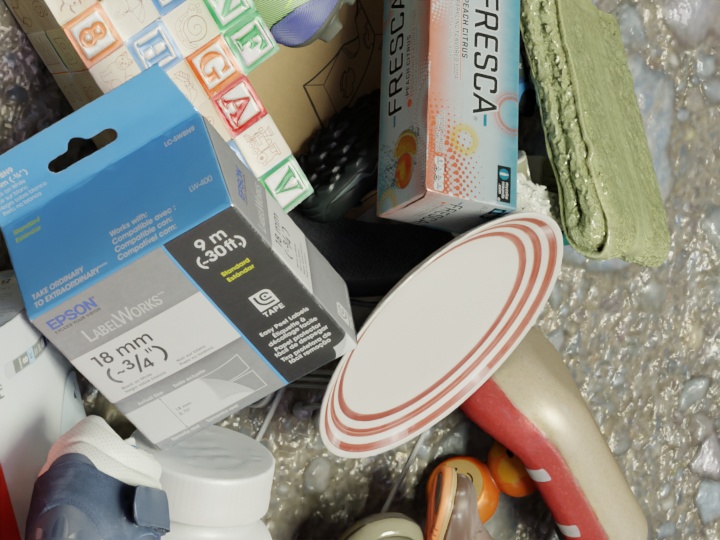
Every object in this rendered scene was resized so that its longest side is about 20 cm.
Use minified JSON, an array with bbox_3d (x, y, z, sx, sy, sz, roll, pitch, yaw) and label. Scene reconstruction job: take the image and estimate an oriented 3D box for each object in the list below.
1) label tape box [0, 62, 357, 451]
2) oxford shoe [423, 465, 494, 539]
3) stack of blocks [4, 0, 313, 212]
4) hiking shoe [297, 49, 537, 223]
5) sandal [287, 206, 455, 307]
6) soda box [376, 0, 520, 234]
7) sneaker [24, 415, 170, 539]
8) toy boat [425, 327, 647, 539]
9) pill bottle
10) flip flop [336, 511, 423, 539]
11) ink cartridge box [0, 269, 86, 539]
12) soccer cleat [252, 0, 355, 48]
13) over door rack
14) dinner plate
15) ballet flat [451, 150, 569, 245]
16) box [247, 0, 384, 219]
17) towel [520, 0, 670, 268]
[{"bbox_3d":[-0.116,-0.002,1.378,0.144,0.063,0.200,-29,127,16],"label":"label tape box"},{"bbox_3d":[0.081,0.198,1.618,0.200,0.073,0.072,81,13,-52],"label":"oxford shoe"},{"bbox_3d":[-0.110,-0.114,1.442,0.115,0.059,0.200,-38,108,-23],"label":"stack of blocks"},{"bbox_3d":[0.043,-0.084,1.547,0.200,0.074,0.087,-41,120,-22],"label":"hiking shoe"},{"bbox_3d":[0.001,0.000,1.543,0.199,0.076,0.043,5,125,-35],"label":"sandal"},{"bbox_3d":[0.055,-0.129,1.478,0.068,0.064,0.201,11,72,-27],"label":"soda box"},{"bbox_3d":[-0.131,0.173,1.382,0.200,0.080,0.147,64,28,-49],"label":"sneaker"},{"bbox_3d":[0.104,0.134,1.655,0.130,0.131,0.200,-28,119,4],"label":"toy boat"},{"bbox_3d":[-0.114,0.202,1.480,0.109,0.109,0.201,-1,111,-36],"label":"pill bottle"},{"bbox_3d":[0.003,0.248,1.588,0.081,0.058,0.201,-4,128,-31],"label":"flip flop"},{"bbox_3d":[-0.194,0.105,1.374,0.047,0.200,0.161,-10,110,3],"label":"ink cartridge box"},{"bbox_3d":[-0.022,-0.236,1.491,0.084,0.065,0.201,32,73,-36],"label":"soccer cleat"},{"bbox_3d":[-0.033,0.129,1.578,0.147,0.067,0.201,6,110,-37],"label":"over door rack"},{"bbox_3d":[0.046,0.037,1.493,0.200,0.024,0.200,-36,153,-22],"label":"dinner plate"},{"bbox_3d":[0.113,-0.047,1.595,0.200,0.071,0.072,-1,102,-72],"label":"ballet flat"},{"bbox_3d":[0.007,-0.136,1.571,0.200,0.021,0.164,-38,119,-24],"label":"box"},{"bbox_3d":[0.155,-0.100,1.607,0.148,0.036,0.201,7,68,-65],"label":"towel"}]
